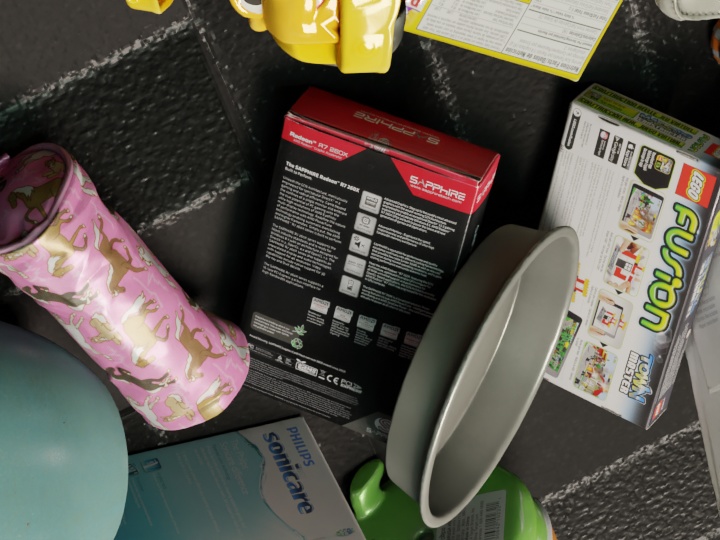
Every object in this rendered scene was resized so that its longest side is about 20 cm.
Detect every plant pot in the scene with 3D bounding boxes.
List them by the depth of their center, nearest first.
[{"bbox_3d":[-0.233,0.115,1.438,0.161,0.201,0.201,2,125,-40],"label":"plant pot"}]

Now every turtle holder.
[{"bbox_3d":[0.049,0.213,1.670,0.185,0.141,0.132,-36,133,4],"label":"turtle holder"}]

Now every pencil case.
[{"bbox_3d":[-0.147,0.011,1.455,0.200,0.086,0.083,49,55,-40],"label":"pencil case"}]

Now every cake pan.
[{"bbox_3d":[0.072,0.059,1.515,0.200,0.037,0.201,-54,160,-31],"label":"cake pan"}]

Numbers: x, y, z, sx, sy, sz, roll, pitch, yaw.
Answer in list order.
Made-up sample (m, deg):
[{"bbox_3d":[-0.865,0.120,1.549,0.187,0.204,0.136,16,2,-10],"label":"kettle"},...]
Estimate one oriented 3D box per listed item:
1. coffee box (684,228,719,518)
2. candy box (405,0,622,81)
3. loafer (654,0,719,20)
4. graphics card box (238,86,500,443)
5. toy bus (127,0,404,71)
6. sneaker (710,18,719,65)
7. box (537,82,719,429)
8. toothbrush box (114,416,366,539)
[{"bbox_3d":[0.336,0.031,1.561,0.197,0.201,0.200,-6,169,-26],"label":"coffee box"},{"bbox_3d":[0.069,-0.179,1.450,0.199,0.026,0.102,13,121,-32],"label":"candy box"},{"bbox_3d":[0.273,-0.194,1.503,0.199,0.070,0.070,-22,132,-8],"label":"loafer"},{"bbox_3d":[0.000,0.000,1.500,0.125,0.051,0.201,19,122,10],"label":"graphics card box"},{"bbox_3d":[-0.077,-0.191,1.259,0.191,0.200,0.136,-6,129,-9],"label":"toy bus"},{"bbox_3d":[0.326,-0.128,1.549,0.199,0.112,0.078,-14,130,-15],"label":"sneaker"},{"bbox_3d":[0.164,-0.007,1.575,0.035,0.110,0.201,-39,149,-50],"label":"box"},{"bbox_3d":[-0.105,0.187,1.576,0.199,0.147,0.086,-13,131,-16],"label":"toothbrush box"}]
